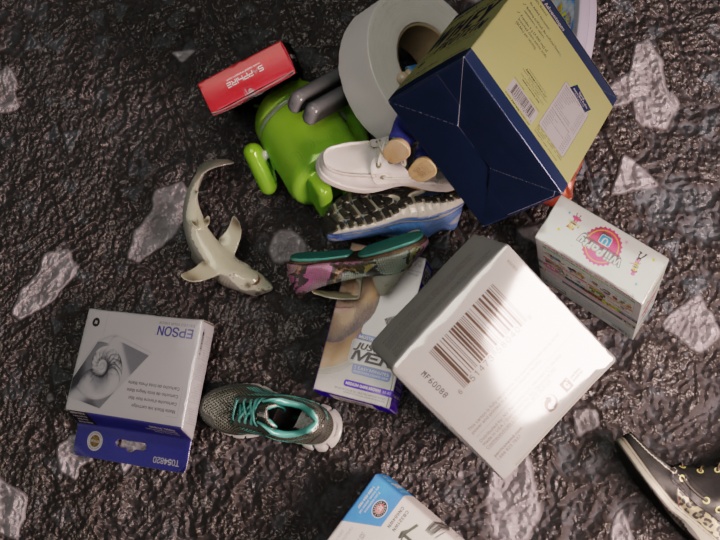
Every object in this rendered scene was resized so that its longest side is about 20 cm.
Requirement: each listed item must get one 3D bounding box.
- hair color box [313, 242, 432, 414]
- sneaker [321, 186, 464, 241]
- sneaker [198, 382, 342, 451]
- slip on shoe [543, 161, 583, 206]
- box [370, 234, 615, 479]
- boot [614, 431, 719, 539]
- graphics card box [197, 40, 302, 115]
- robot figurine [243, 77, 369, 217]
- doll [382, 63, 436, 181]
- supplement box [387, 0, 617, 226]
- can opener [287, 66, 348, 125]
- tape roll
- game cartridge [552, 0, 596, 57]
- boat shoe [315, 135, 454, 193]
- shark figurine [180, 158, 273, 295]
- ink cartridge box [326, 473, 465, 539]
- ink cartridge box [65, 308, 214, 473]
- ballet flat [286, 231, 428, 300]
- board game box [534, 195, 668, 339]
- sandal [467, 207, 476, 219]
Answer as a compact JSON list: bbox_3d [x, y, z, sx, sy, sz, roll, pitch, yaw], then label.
[{"bbox_3d":[0.018,0.076,1.429,0.107,0.065,0.204,12,78,15],"label":"hair color box"},{"bbox_3d":[0.046,-0.061,1.430,0.196,0.090,0.079,-10,41,-10],"label":"sneaker"},{"bbox_3d":[-0.124,0.184,1.416,0.196,0.091,0.079,5,77,13],"label":"sneaker"},{"bbox_3d":[0.270,-0.174,1.442,0.061,0.074,0.203,27,67,-28],"label":"slip on shoe"},{"bbox_3d":[0.153,0.098,1.306,0.200,0.171,0.199,45,88,-10],"label":"box"},{"bbox_3d":[0.421,0.240,1.302,0.153,0.074,0.204,-42,76,-4],"label":"boot"},{"bbox_3d":[-0.145,-0.263,1.475,0.124,0.200,0.051,-27,99,6],"label":"graphics card box"},{"bbox_3d":[-0.070,-0.173,1.474,0.174,0.116,0.202,-28,66,-8],"label":"robot figurine"},{"bbox_3d":[0.099,-0.200,1.359,0.135,0.048,0.202,33,55,-10],"label":"doll"},{"bbox_3d":[0.175,-0.205,1.300,0.201,0.133,0.201,50,50,-17],"label":"supplement box"},{"bbox_3d":[-0.023,-0.255,1.444,0.052,0.067,0.200,37,45,13],"label":"can opener"},{"bbox_3d":[0.070,-0.264,1.433,0.070,0.200,0.207,-21,67,52],"label":"tape roll"},{"bbox_3d":[0.256,-0.308,1.446,0.132,0.040,0.204,-9,70,51],"label":"game cartridge"},{"bbox_3d":[0.042,-0.144,1.377,0.196,0.070,0.072,-1,64,-11],"label":"boat shoe"},{"bbox_3d":[-0.218,-0.050,1.505,0.126,0.089,0.218,-16,80,-28],"label":"shark figurine"},{"bbox_3d":[0.060,0.372,1.336,0.199,0.084,0.147,36,86,18],"label":"ink cartridge box"},{"bbox_3d":[-0.305,0.159,1.467,0.196,0.041,0.204,3,77,25],"label":"ink cartridge box"},{"bbox_3d":[0.000,0.000,1.389,0.196,0.069,0.072,-10,104,19],"label":"ballet flat"},{"bbox_3d":[0.290,0.000,1.318,0.146,0.200,0.065,33,84,17],"label":"board game box"},{"bbox_3d":[0.180,-0.168,1.447,0.056,0.080,0.205,8,91,10],"label":"sandal"}]
